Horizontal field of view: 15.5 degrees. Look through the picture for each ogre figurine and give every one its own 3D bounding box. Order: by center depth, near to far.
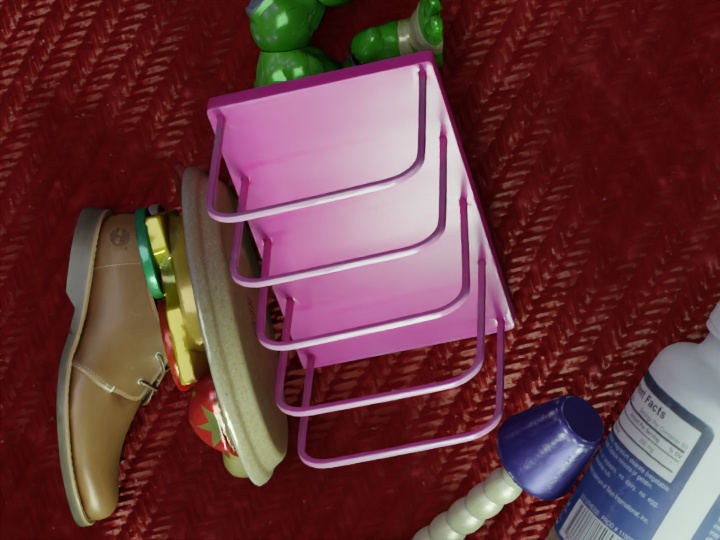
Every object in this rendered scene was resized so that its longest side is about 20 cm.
[{"bbox_3d":[-0.006,-0.106,1.612,0.119,0.098,0.201,-6,122,0],"label":"ogre figurine"}]

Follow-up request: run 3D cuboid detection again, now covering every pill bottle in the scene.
[{"bbox_3d":[0.196,0.113,1.521,0.111,0.111,0.201,32,102,10],"label":"pill bottle"}]

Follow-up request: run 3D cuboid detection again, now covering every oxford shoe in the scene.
[{"bbox_3d":[-0.151,0.063,1.659,0.071,0.071,0.202,6,92,7],"label":"oxford shoe"}]

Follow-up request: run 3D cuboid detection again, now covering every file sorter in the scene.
[{"bbox_3d":[0.000,0.000,1.548,0.138,0.126,0.201,-11,125,12],"label":"file sorter"}]

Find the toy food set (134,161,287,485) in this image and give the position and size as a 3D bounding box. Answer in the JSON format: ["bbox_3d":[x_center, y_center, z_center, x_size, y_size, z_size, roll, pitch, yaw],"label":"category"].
[{"bbox_3d":[-0.086,0.032,1.578,0.048,0.200,0.199,-12,92,5],"label":"toy food set"}]

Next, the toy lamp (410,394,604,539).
[{"bbox_3d":[0.070,0.139,1.576,0.058,0.058,0.200,52,127,6],"label":"toy lamp"}]
